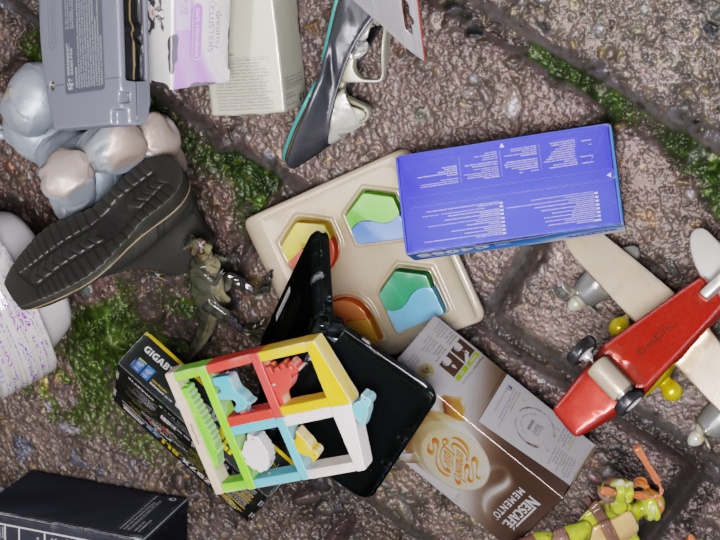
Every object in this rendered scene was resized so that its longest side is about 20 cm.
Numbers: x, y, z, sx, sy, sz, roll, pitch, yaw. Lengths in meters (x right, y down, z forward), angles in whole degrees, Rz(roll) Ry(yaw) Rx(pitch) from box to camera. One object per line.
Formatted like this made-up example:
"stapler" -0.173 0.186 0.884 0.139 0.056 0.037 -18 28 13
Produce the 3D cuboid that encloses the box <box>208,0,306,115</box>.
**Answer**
"box" -0.106 -0.251 1.329 0.082 0.068 0.201 1 105 19

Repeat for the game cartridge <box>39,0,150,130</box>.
"game cartridge" -0.241 -0.228 1.260 0.133 0.040 0.201 3 95 43

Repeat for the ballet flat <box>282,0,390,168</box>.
"ballet flat" -0.014 -0.178 1.321 0.073 0.073 0.201 24 109 11

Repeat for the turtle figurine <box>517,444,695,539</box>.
"turtle figurine" 0.222 0.240 1.315 0.161 0.064 0.200 -28 137 -4

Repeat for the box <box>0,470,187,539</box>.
"box" -0.301 0.342 1.532 0.197 0.123 0.201 7 106 15

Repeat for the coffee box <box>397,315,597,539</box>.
"coffee box" 0.108 0.156 1.349 0.200 0.080 0.114 38 138 5

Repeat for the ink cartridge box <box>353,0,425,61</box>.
"ink cartridge box" 0.004 -0.284 1.227 0.050 0.109 0.200 -39 65 -13

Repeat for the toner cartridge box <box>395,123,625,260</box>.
"toner cartridge box" 0.137 -0.070 1.284 0.199 0.043 0.095 -7 82 13

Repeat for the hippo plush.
"hippo plush" -0.277 -0.131 1.404 0.161 0.159 0.200 54 157 17

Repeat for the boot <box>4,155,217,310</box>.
"boot" -0.232 -0.006 1.366 0.200 0.138 0.078 -34 60 -4

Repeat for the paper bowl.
"paper bowl" -0.373 0.021 1.446 0.201 0.104 0.201 46 154 30

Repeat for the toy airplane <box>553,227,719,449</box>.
"toy airplane" 0.277 0.061 1.269 0.198 0.141 0.201 3 70 7

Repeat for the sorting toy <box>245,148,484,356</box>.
"sorting toy" 0.000 0.000 1.382 0.199 0.036 0.186 -22 97 23

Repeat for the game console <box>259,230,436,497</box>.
"game console" -0.018 0.092 1.347 0.116 0.176 0.200 10 139 -17

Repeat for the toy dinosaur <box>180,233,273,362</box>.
"toy dinosaur" -0.137 0.030 1.416 0.088 0.048 0.200 11 137 2

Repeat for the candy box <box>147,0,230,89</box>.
"candy box" -0.206 -0.273 1.305 0.200 0.071 0.169 23 118 42

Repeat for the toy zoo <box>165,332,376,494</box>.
"toy zoo" -0.073 0.131 1.283 0.199 0.020 0.132 -15 104 29

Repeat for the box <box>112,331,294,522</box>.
"box" -0.163 0.163 1.426 0.200 0.160 0.049 41 70 4
